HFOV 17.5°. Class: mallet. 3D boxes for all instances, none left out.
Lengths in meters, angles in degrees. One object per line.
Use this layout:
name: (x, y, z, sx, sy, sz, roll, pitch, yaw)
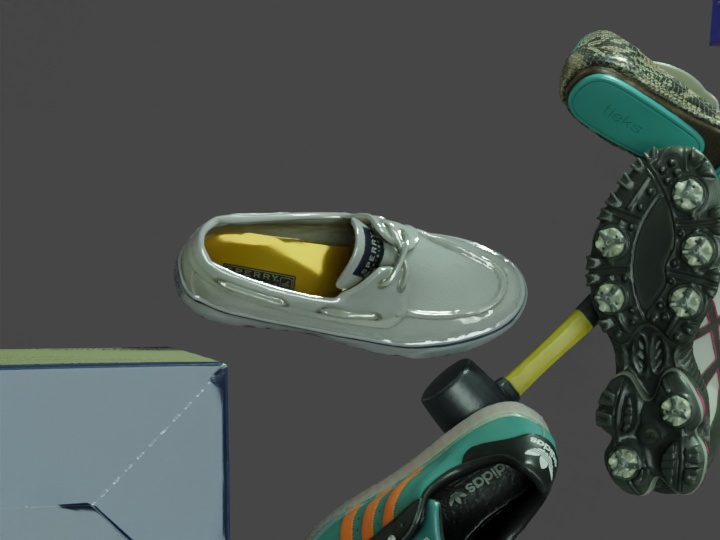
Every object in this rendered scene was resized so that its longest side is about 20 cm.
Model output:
mallet: (0.129, 0.041, 1.345, 0.200, 0.041, 0.066, -35, 98, -14)

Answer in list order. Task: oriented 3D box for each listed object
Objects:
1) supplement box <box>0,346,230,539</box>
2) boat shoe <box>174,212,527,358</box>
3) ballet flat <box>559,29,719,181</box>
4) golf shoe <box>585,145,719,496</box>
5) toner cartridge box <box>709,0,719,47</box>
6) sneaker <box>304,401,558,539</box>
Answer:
supplement box: (-0.178, 0.110, 1.190, 0.200, 0.200, 0.134, 0, 91, -13)
boat shoe: (0.000, 0.000, 1.289, 0.200, 0.070, 0.071, 8, 68, -10)
ballet flat: (0.201, -0.071, 1.344, 0.200, 0.068, 0.075, 38, 40, -11)
golf shoe: (0.174, 0.026, 1.324, 0.077, 0.088, 0.200, 8, 101, 25)
toner cartridge box: (0.262, -0.227, 1.366, 0.095, 0.043, 0.200, 5, 90, -14)
sneaker: (0.026, 0.153, 1.281, 0.200, 0.080, 0.071, -43, 101, 10)
